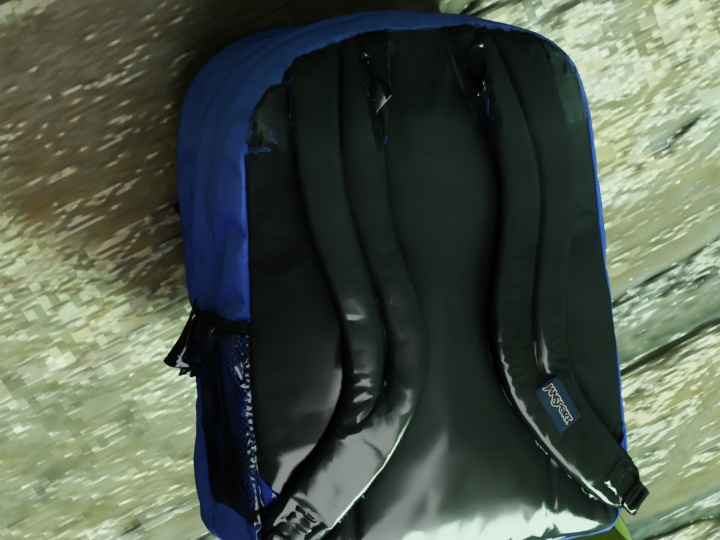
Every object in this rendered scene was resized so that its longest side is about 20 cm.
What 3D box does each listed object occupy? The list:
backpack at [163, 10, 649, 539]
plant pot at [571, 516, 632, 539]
[{"bbox_3d":[0.000,0.000,0.972,0.162,0.168,0.200,-9,101,-24],"label":"backpack"},{"bbox_3d":[0.120,0.227,1.175,0.200,0.190,0.200,-21,124,-33],"label":"plant pot"}]
